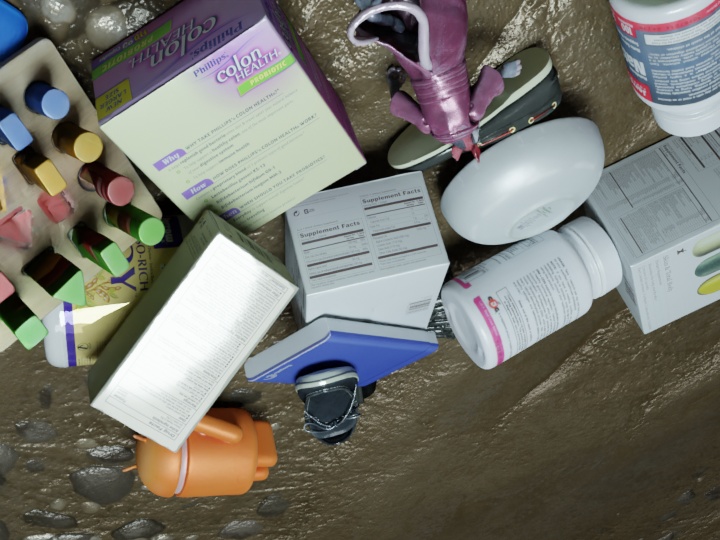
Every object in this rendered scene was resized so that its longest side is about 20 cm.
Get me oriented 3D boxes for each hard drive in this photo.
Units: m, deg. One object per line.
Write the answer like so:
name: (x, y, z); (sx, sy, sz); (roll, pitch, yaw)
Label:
hard drive: (-0.018, 0.097, 1.057); (0.131, 0.026, 0.198); (-30, 155, 32)

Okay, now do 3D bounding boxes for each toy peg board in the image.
toy peg board: (-0.277, -0.054, 0.785); (0.200, 0.097, 0.201); (-43, 127, -20)

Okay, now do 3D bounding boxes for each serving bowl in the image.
serving bowl: (0.191, -0.085, 1.042); (0.197, 0.067, 0.201); (-20, 159, -8)

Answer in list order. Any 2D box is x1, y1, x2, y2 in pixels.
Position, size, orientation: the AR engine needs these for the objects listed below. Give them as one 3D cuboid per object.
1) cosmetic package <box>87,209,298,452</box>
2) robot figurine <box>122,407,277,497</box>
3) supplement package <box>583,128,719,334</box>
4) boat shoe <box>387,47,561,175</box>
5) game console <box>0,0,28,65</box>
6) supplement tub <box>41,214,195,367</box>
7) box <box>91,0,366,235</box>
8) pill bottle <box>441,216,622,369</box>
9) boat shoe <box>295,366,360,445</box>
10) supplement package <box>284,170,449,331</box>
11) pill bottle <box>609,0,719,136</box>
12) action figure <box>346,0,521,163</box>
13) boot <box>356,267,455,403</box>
cosmetic package: (-0.160, 0.058, 0.880); (0.103, 0.073, 0.201); (36, 96, -27)
robot figurine: (-0.212, 0.240, 1.234); (0.196, 0.119, 0.143); (3, 178, -26)
supplement package: (0.399, -0.057, 1.142); (0.197, 0.152, 0.153); (-25, 139, 5)
boat shoe: (0.122, -0.154, 0.980); (0.199, 0.074, 0.063); (-32, 131, 5)
game console: (-0.411, -0.186, 0.764); (0.169, 0.121, 0.199); (-11, 151, 40)
supplement tub: (-0.229, 0.018, 0.963); (0.196, 0.147, 0.147); (-5, 137, -18)
box: (-0.120, -0.147, 0.869); (0.174, 0.098, 0.200); (-29, 140, 10)
pill bottle: (0.206, 0.023, 1.108); (0.197, 0.114, 0.114); (-28, 141, -10)
boat shoe: (-0.034, 0.159, 1.076); (0.073, 0.063, 0.201); (-12, 158, -4)
supplement package: (0.000, 0.000, 1.025); (0.153, 0.113, 0.201); (-13, 158, -9)
pill bottle: (0.328, -0.234, 0.945); (0.118, 0.121, 0.201); (-28, 139, 9)
action figure: (0.080, -0.186, 0.868); (0.132, 0.150, 0.202); (-17, 116, 16)
boot: (0.049, 0.087, 1.205); (0.155, 0.080, 0.213); (-11, 138, -11)
